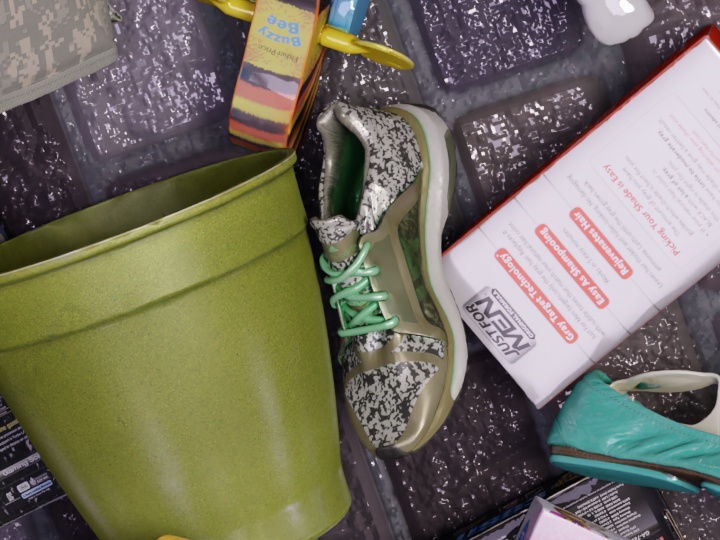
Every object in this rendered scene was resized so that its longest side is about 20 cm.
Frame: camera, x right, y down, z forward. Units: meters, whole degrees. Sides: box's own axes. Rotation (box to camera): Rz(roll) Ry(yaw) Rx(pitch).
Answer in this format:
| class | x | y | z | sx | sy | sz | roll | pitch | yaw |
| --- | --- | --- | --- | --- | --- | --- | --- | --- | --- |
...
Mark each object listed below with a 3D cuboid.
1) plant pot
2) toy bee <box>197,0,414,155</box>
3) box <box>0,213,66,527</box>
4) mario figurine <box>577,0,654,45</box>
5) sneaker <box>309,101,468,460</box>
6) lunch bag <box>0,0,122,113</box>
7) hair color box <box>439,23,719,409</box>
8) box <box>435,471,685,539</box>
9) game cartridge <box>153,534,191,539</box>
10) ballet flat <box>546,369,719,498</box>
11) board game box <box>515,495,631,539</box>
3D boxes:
| class | x | y | z | sx | sy | sz | roll | pitch | yaw |
| --- | --- | --- | --- | --- | --- | --- | --- | --- | --- |
| plant pot | -0.097 | 0.060 | 1.432 | 0.200 | 0.200 | 0.193 | -17 | 99 | 13 |
| toy bee | -0.040 | -0.152 | 1.439 | 0.131 | 0.109 | 0.200 | -2 | 102 | 12 |
| box | -0.262 | 0.081 | 1.539 | 0.200 | 0.086 | 0.164 | -28 | 96 | 14 |
| mario figurine | 0.091 | -0.176 | 1.411 | 0.200 | 0.106 | 0.124 | 6 | 83 | -14 |
| sneaker | 0.000 | 0.000 | 1.421 | 0.077 | 0.089 | 0.200 | -16 | 68 | 36 |
| lunch bag | -0.227 | -0.164 | 1.440 | 0.118 | 0.200 | 0.164 | 12 | 118 | 49 |
| hair color box | 0.142 | -0.029 | 1.456 | 0.200 | 0.061 | 0.102 | -39 | 92 | 15 |
| box | 0.109 | 0.227 | 1.502 | 0.200 | 0.050 | 0.199 | -29 | 97 | 0 |
| game cartridge | -0.077 | 0.196 | 1.422 | 0.176 | 0.032 | 0.200 | 17 | 151 | -28 |
| ballet flat | 0.188 | 0.090 | 1.406 | 0.200 | 0.067 | 0.070 | 15 | 83 | 35 |
| board game box | 0.143 | 0.253 | 1.462 | 0.200 | 0.041 | 0.200 | 24 | 93 | -5 |
